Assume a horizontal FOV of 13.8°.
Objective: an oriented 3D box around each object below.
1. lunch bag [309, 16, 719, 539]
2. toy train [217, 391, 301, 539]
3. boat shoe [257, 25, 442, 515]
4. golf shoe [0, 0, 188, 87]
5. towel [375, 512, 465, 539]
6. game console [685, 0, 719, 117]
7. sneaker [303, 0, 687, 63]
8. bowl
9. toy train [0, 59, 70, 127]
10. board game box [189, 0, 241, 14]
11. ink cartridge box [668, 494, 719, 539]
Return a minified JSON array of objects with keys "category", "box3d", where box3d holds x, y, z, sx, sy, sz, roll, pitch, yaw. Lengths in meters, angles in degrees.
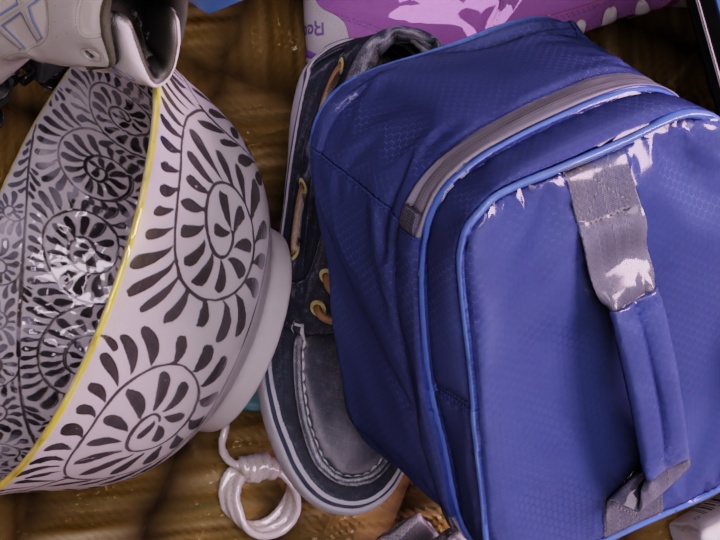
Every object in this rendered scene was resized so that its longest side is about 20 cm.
[{"category":"lunch bag","box3d":[0.072,0.019,1.143,0.135,0.132,0.201,-22,123,-19]},{"category":"toy train","box3d":[0.020,0.031,1.290,0.199,0.056,0.151,-24,91,-12]},{"category":"boat shoe","box3d":[0.000,0.000,1.215,0.070,0.091,0.201,2,86,-14]},{"category":"golf shoe","box3d":[-0.116,-0.100,1.142,0.078,0.200,0.097,-28,82,-36]},{"category":"towel","box3d":[0.005,0.220,1.264,0.200,0.086,0.166,-38,92,-9]},{"category":"game console","box3d":[0.222,-0.075,1.163,0.175,0.116,0.201,-16,93,3]},{"category":"sneaker","box3d":[0.073,-0.107,1.306,0.199,0.073,0.115,6,89,0]},{"category":"bowl","box3d":[-0.089,0.010,1.209,0.094,0.201,0.202,20,83,-23]},{"category":"toy train","box3d":[-0.173,-0.076,1.245,0.200,0.034,0.046,-35,72,-29]},{"category":"board game box","box3d":[-0.029,-0.205,1.256,0.039,0.199,0.159,-15,87,-52]},{"category":"ink cartridge box","box3d":[0.251,0.169,1.337,0.160,0.047,0.201,-25,97,-12]}]
